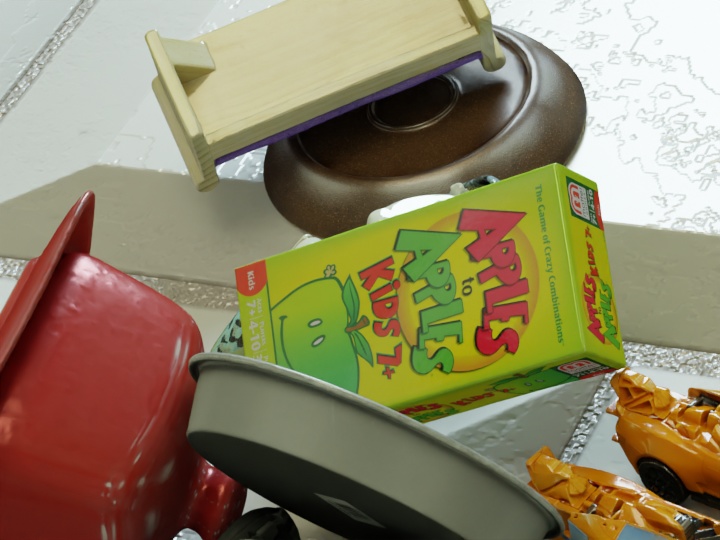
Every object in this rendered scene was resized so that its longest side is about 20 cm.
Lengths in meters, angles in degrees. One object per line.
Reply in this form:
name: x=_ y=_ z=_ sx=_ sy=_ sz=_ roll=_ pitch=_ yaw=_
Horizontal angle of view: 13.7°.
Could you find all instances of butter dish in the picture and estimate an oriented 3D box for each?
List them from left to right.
butter dish: x=-0.129 y=0.099 z=1.537 sx=0.148 sy=0.200 sz=0.200 roll=20 pitch=47 yaw=4

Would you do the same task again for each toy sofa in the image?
toy sofa: x=-0.020 y=-0.121 z=1.773 sx=0.200 sy=0.098 sz=0.083 roll=-23 pitch=63 yaw=-5

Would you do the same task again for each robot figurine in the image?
robot figurine: x=0.184 y=0.118 z=1.455 sx=0.200 sy=0.058 sz=0.145 roll=19 pitch=50 yaw=39

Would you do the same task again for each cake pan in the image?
cake pan: x=0.001 y=0.100 z=1.452 sx=0.200 sy=0.200 sz=0.037 roll=15 pitch=73 yaw=35

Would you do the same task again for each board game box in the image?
board game box: x=0.033 y=0.024 z=1.559 sx=0.200 sy=0.048 sz=0.102 roll=-18 pitch=69 yaw=29

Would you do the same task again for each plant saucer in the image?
plant saucer: x=0.034 y=-0.091 z=1.790 sx=0.200 sy=0.032 sz=0.200 roll=-12 pitch=38 yaw=9

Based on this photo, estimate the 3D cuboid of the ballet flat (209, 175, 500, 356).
ballet flat: x=0.000 y=0.000 z=1.665 sx=0.200 sy=0.074 sz=0.074 roll=-24 pitch=39 yaw=-6

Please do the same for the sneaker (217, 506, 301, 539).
sneaker: x=-0.102 y=0.186 z=1.478 sx=0.079 sy=0.076 sz=0.200 roll=12 pitch=47 yaw=36
